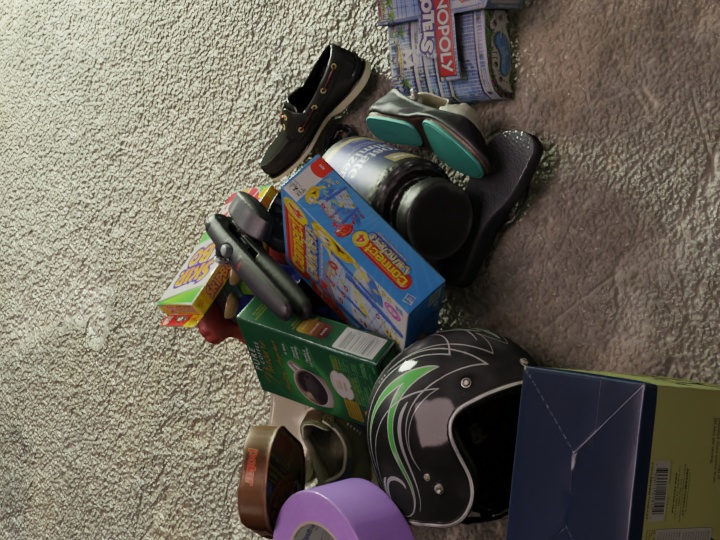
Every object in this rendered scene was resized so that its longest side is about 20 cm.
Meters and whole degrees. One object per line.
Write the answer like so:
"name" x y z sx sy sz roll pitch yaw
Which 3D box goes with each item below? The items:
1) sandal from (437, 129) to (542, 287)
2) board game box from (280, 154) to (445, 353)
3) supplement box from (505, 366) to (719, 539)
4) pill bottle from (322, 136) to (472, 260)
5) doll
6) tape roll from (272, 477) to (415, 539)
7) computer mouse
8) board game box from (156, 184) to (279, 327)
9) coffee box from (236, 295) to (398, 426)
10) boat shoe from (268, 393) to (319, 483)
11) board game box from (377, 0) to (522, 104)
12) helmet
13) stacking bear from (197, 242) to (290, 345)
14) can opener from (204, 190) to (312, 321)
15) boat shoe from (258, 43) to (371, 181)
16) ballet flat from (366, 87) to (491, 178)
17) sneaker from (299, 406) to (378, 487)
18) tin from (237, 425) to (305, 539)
"sandal" 0.143 -0.070 1.553 0.201 0.042 0.077 -61 39 33
"board game box" 0.000 0.000 1.545 0.056 0.201 0.196 -40 73 -17
"supplement box" 0.248 0.196 1.283 0.133 0.198 0.203 6 88 46
"pill bottle" 0.037 -0.077 1.583 0.199 0.111 0.114 27 104 57
"doll" -0.058 0.046 1.670 0.197 0.048 0.139 11 94 9
"tape roll" -0.013 0.318 1.456 0.199 0.065 0.203 20 114 53
"computer mouse" -0.058 -0.096 1.701 0.058 0.201 0.034 27 149 9
"board game box" -0.175 -0.017 1.733 0.095 0.030 0.202 -3 53 56
"coffee box" -0.039 0.105 1.589 0.198 0.044 0.124 15 140 33
"boat shoe" -0.077 0.162 1.731 0.071 0.059 0.203 -22 69 28
"board game box" 0.108 -0.285 1.573 0.198 0.061 0.203 0 96 47
"helmet" 0.100 0.156 1.457 0.198 0.198 0.194 -5 87 45
"stacking bear" -0.101 0.002 1.751 0.199 0.121 0.115 -28 70 30
"can opener" -0.118 -0.008 1.603 0.201 0.063 0.079 55 137 42
"boat shoe" -0.069 -0.196 1.758 0.202 0.063 0.074 -49 29 29
"ballet flat" 0.086 -0.160 1.559 0.199 0.072 0.074 26 103 47
"sneaker" -0.031 0.169 1.659 0.067 0.089 0.203 -28 64 41
"tin" -0.096 0.234 1.568 0.041 0.200 0.114 7 73 11
